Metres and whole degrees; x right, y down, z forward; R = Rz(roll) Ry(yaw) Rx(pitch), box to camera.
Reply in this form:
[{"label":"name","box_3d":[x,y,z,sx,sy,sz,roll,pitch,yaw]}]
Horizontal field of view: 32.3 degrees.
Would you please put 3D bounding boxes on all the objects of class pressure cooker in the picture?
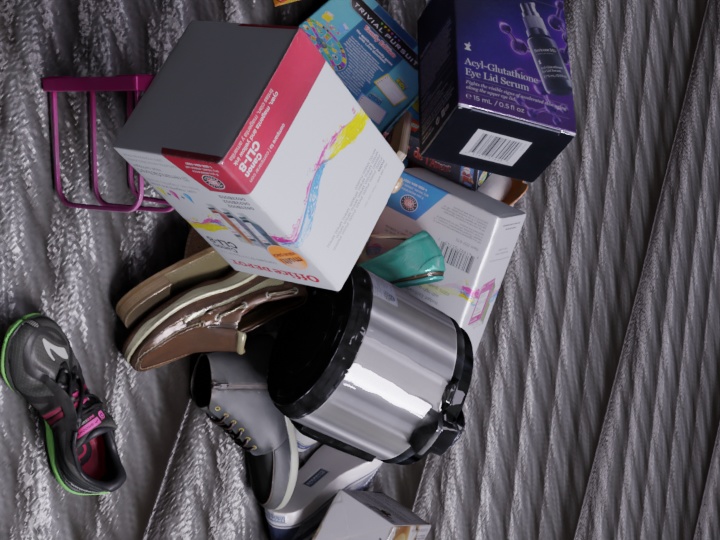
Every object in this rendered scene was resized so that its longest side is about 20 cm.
[{"label":"pressure cooker","box_3d":[0.024,0.107,1.302,0.199,0.178,0.178,27,62,-25]}]

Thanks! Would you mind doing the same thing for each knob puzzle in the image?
[{"label":"knob puzzle","box_3d":[0.000,-0.065,1.342,0.030,0.220,0.221,34,63,-9]}]

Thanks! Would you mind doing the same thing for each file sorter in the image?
[{"label":"file sorter","box_3d":[-0.182,-0.125,1.203,0.199,0.138,0.127,-11,103,-49]}]

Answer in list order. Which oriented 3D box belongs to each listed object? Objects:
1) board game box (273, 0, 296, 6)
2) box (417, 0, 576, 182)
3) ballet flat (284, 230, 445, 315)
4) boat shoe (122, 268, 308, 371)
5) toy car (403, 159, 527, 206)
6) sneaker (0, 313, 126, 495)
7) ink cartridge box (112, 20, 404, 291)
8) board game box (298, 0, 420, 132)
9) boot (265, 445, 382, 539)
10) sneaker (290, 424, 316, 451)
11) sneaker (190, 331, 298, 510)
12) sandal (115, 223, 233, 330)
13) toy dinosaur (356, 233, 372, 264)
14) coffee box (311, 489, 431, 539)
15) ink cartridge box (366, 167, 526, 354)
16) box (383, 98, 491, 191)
[{"label":"board game box","box_3d":[0.007,-0.421,1.322,0.199,0.199,0.202,-26,102,-45]},{"label":"box","box_3d":[0.148,-0.219,1.390,0.146,0.104,0.202,10,59,-19]},{"label":"ballet flat","box_3d":[0.000,0.000,1.390,0.067,0.198,0.071,10,65,-66]},{"label":"boat shoe","box_3d":[-0.142,0.052,1.266,0.201,0.075,0.075,-32,159,-16]},{"label":"toy car","box_3d":[0.131,-0.104,1.531,0.177,0.199,0.185,-51,130,-33]},{"label":"sneaker","box_3d":[-0.269,0.125,1.167,0.077,0.083,0.202,-44,126,-38]},{"label":"ink cartridge box","box_3d":[-0.084,-0.100,1.107,0.200,0.144,0.146,47,63,-44]},{"label":"board game box","box_3d":[-0.018,-0.217,1.402,0.151,0.047,0.200,44,54,-2]},{"label":"boot","box_3d":[-0.037,0.271,1.483,0.199,0.072,0.091,-29,127,-40]},{"label":"sneaker","box_3d":[-0.049,0.122,1.448,0.075,0.088,0.201,34,39,-9]},{"label":"sneaker","box_3d":[-0.131,0.172,1.360,0.105,0.074,0.203,-10,103,-36]},{"label":"sandal","box_3d":[-0.168,-0.021,1.282,0.211,0.070,0.078,-30,156,-21]},{"label":"toy dinosaur","box_3d":[-0.020,-0.009,1.489,0.199,0.058,0.102,10,102,-47]},{"label":"coffee box","box_3d":[0.005,0.324,1.444,0.115,0.079,0.200,-60,162,-3]},{"label":"ink cartridge box","box_3d":[0.082,0.001,1.429,0.084,0.144,0.202,-10,124,-60]},{"label":"box","box_3d":[0.088,-0.184,1.476,0.137,0.199,0.038,-46,154,-35]}]
